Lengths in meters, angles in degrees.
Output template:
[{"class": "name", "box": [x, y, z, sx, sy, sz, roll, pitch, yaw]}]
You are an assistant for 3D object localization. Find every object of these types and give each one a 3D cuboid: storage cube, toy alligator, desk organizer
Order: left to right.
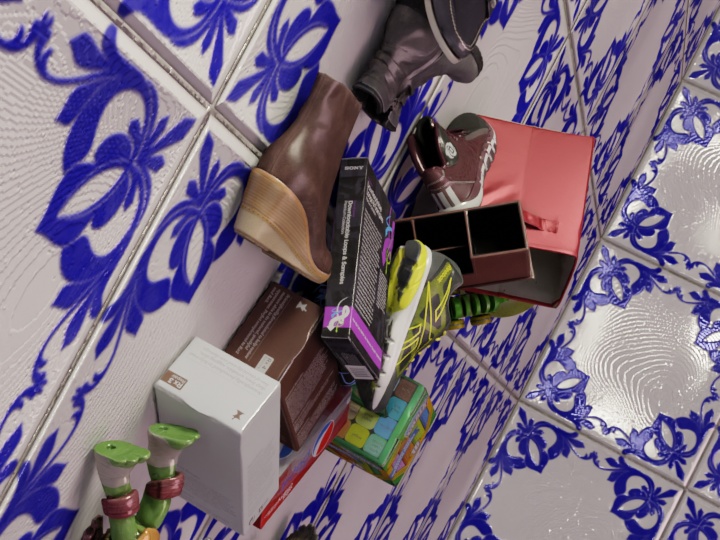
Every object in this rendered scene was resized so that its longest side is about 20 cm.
[{"class": "desk organizer", "box": [0.100, -0.022, 1.445, 0.077, 0.198, 0.072, 67, 15, -64]}, {"class": "toy alligator", "box": [0.124, 0.053, 1.696, 0.054, 0.198, 0.060, 170, -89, -71]}, {"class": "storage cube", "box": [0.209, -0.078, 1.639, 0.200, 0.169, 0.181, 90, 12, -65]}]

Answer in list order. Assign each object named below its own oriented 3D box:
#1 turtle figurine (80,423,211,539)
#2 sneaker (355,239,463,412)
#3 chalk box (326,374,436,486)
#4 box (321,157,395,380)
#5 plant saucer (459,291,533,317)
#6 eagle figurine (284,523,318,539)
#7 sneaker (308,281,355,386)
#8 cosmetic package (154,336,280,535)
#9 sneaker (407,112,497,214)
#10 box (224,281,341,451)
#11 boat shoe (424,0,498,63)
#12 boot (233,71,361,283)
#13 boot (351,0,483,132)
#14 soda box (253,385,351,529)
[{"class": "turtle figurine", "box": [-0.173, 0.249, 1.082, 0.200, 0.143, 0.196, -144, -125, -65]}, {"class": "sneaker", "box": [0.059, 0.070, 1.382, 0.074, 0.084, 0.202, 38, -70, 64]}, {"class": "chalk box", "box": [0.014, 0.195, 1.647, 0.125, 0.124, 0.200, -59, 162, -12]}, {"class": "box", "box": [0.000, 0.000, 1.308, 0.143, 0.036, 0.202, 59, 35, -64]}, {"class": "plant saucer", "box": [0.204, -0.033, 1.786, 0.031, 0.199, 0.201, 18, 99, -50]}, {"class": "eagle figurine", "box": [-0.121, 0.460, 1.691, 0.152, 0.150, 0.202, -173, -103, -67]}, {"class": "sneaker", "box": [-0.032, 0.079, 1.418, 0.201, 0.070, 0.078, 84, 25, -46]}, {"class": "cosmetic package", "box": [-0.135, 0.164, 1.192, 0.074, 0.101, 0.201, -51, 161, -35]}, {"class": "sneaker", "box": [0.109, -0.160, 1.499, 0.116, 0.075, 0.201, 53, 29, -31]}, {"class": "box", "box": [-0.081, 0.108, 1.320, 0.100, 0.075, 0.200, -56, 164, -22]}, {"class": "boat shoe", "box": [0.109, -0.284, 1.197, 0.073, 0.062, 0.201, 49, 37, -36]}, {"class": "boot", "box": [-0.037, -0.082, 1.160, 0.167, 0.072, 0.200, -60, 160, -4]}, {"class": "boot", "box": [0.054, -0.203, 1.284, 0.132, 0.069, 0.200, -62, 152, 0]}, {"class": "soda box", "box": [-0.088, 0.208, 1.463, 0.200, 0.063, 0.070, -47, 156, -42]}]
